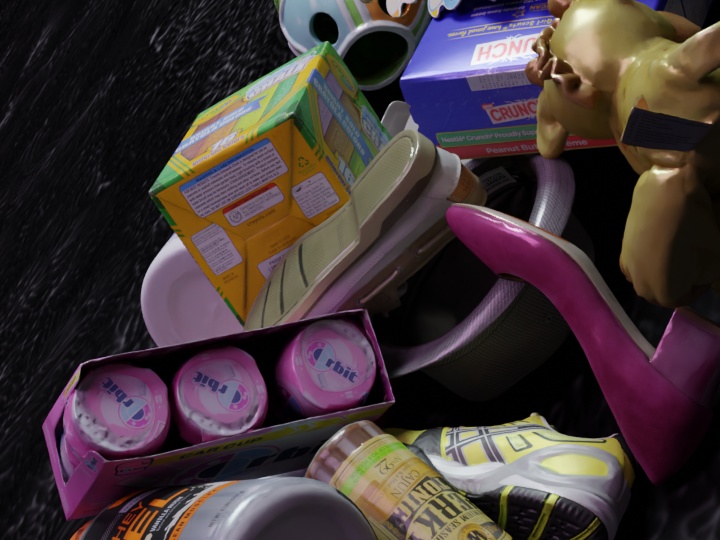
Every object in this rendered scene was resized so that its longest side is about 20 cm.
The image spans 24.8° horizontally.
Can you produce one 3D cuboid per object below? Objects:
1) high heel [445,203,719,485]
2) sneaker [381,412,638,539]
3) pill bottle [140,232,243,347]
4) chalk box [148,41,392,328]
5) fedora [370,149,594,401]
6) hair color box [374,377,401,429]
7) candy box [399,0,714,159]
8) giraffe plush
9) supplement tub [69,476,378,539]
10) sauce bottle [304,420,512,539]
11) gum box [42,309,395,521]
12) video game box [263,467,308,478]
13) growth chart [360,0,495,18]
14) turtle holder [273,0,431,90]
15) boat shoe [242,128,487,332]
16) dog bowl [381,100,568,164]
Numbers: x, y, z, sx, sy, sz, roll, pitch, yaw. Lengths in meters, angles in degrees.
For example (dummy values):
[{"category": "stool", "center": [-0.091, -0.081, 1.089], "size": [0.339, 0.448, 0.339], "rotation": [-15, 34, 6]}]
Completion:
[{"category": "high heel", "center": [0.117, 0.037, 0.948], "size": [0.199, 0.067, 0.097], "rotation": [30, 97, 21]}, {"category": "sneaker", "center": [0.082, 0.126, 0.989], "size": [0.199, 0.076, 0.076], "rotation": [9, 43, 43]}, {"category": "pill bottle", "center": [-0.094, -0.009, 1.331], "size": [0.120, 0.120, 0.200], "rotation": [-44, 10, 25]}, {"category": "chalk box", "center": [-0.049, -0.073, 1.178], "size": [0.124, 0.124, 0.200], "rotation": [-28, 19, 19]}, {"category": "fedora", "center": [0.084, 0.014, 1.082], "size": [0.176, 0.090, 0.201], "rotation": [-5, 49, 55]}, {"category": "hair color box", "center": [-0.038, 0.110, 1.172], "size": [0.101, 0.061, 0.201], "rotation": [10, 66, 22]}, {"category": "candy box", "center": [0.139, -0.167, 1.091], "size": [0.168, 0.077, 0.201], "rotation": [-2, 41, 31]}, {"category": "giraffe plush", "center": [0.166, -0.089, 0.908], "size": [0.173, 0.199, 0.162], "rotation": [-55, 42, 11]}, {"category": "supplement tub", "center": [-0.087, 0.182, 0.930], "size": [0.199, 0.122, 0.123], "rotation": [-14, 50, 50]}, {"category": "sauce bottle", "center": [0.054, 0.164, 0.922], "size": [0.200, 0.065, 0.065], "rotation": [37, 94, 28]}, {"category": "gum box", "center": [-0.094, 0.089, 1.004], "size": [0.114, 0.198, 0.067], "rotation": [-50, 55, 58]}, {"category": "video game box", "center": [-0.060, 0.215, 1.046], "size": [0.198, 0.047, 0.183], "rotation": [-3, 50, 14]}, {"category": "growth chart", "center": [0.081, -0.236, 1.080], "size": [0.199, 0.018, 0.146], "rotation": [6, 76, 49]}, {"category": "turtle holder", "center": [-0.016, -0.222, 1.444], "size": [0.185, 0.141, 0.133], "rotation": [-33, 52, 23]}, {"category": "boat shoe", "center": [0.000, 0.000, 1.049], "size": [0.200, 0.068, 0.075], "rotation": [-44, 29, 32]}, {"category": "dog bowl", "center": [0.090, -0.109, 1.236], "size": [0.200, 0.058, 0.201], "rotation": [-40, 31, 31]}]
